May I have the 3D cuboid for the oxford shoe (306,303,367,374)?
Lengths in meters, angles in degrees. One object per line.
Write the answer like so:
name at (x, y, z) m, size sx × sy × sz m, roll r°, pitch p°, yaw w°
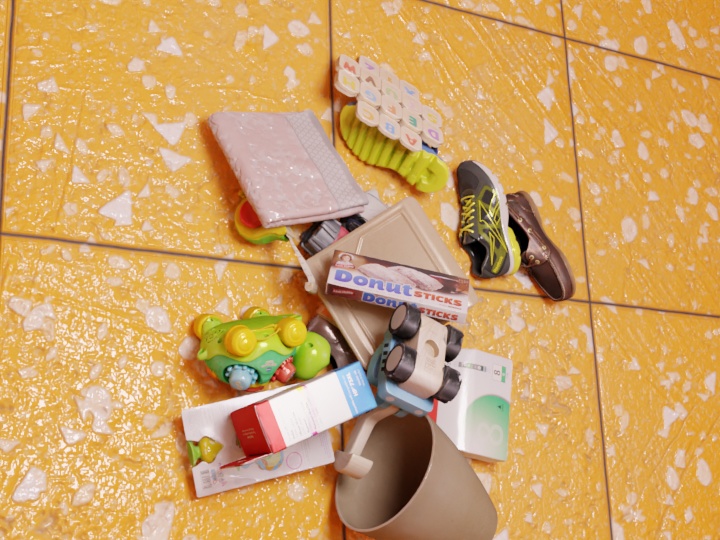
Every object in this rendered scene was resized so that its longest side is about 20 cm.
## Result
oxford shoe at (-0.001, 0.137, 1.541) m, size 0.199 × 0.071 × 0.073 m, roll 39°, pitch 77°, yaw -7°

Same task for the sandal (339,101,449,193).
sandal at (0.053, -0.201, 1.669) m, size 0.199 × 0.080 × 0.087 m, roll 35°, pitch 30°, yaw -11°

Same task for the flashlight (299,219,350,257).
flashlight at (0.000, 0.000, 1.577) m, size 0.200 × 0.068 × 0.068 m, roll 43°, pitch 22°, yaw -17°

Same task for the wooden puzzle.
wooden puzzle at (0.043, 0.018, 1.516) m, size 0.199 × 0.037 × 0.186 m, roll -31°, pitch 81°, yaw -10°

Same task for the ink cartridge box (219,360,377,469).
ink cartridge box at (-0.092, 0.190, 1.373) m, size 0.198 × 0.116 × 0.068 m, roll -20°, pitch 86°, yaw -26°

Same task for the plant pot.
plant pot at (0.098, 0.320, 1.483) m, size 0.199 × 0.186 × 0.189 m, roll 38°, pitch 59°, yaw -30°

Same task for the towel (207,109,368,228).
towel at (-0.104, -0.155, 1.530) m, size 0.189 × 0.032 × 0.201 m, roll -10°, pitch 58°, yaw -38°

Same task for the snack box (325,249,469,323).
snack box at (0.053, 0.022, 1.467) m, size 0.197 × 0.025 × 0.072 m, roll 12°, pitch 43°, yaw -1°

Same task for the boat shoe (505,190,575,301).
boat shoe at (0.283, -0.034, 1.745) m, size 0.070 × 0.070 × 0.202 m, roll -22°, pitch 79°, yaw -39°

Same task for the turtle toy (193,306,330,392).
turtle toy at (-0.130, 0.109, 1.435) m, size 0.198 × 0.145 × 0.103 m, roll -7°, pitch 100°, yaw -30°

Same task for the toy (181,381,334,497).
toy at (-0.143, 0.227, 1.435) m, size 0.198 × 0.047 × 0.117 m, roll -10°, pitch 86°, yaw -26°

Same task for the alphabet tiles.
alphabet tiles at (0.047, -0.267, 1.654) m, size 0.198 × 0.015 × 0.197 m, roll 28°, pitch 35°, yaw -19°

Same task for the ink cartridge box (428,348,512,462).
ink cartridge box at (0.139, 0.195, 1.607) m, size 0.198 × 0.050 × 0.163 m, roll 18°, pitch 67°, yaw -27°

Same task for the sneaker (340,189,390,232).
sneaker at (0.063, -0.047, 1.623) m, size 0.200 × 0.074 × 0.087 m, roll 44°, pitch 53°, yaw -13°

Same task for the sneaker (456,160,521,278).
sneaker at (0.195, -0.081, 1.704) m, size 0.084 × 0.074 × 0.202 m, roll -19°, pitch 85°, yaw -32°

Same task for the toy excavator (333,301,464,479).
toy excavator at (0.042, 0.171, 1.444) m, size 0.099 × 0.200 × 0.196 m, roll 25°, pitch 52°, yaw -22°

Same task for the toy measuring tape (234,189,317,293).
toy measuring tape at (-0.129, -0.041, 1.496) m, size 0.073 × 0.074 × 0.202 m, roll -14°, pitch 66°, yaw -32°
